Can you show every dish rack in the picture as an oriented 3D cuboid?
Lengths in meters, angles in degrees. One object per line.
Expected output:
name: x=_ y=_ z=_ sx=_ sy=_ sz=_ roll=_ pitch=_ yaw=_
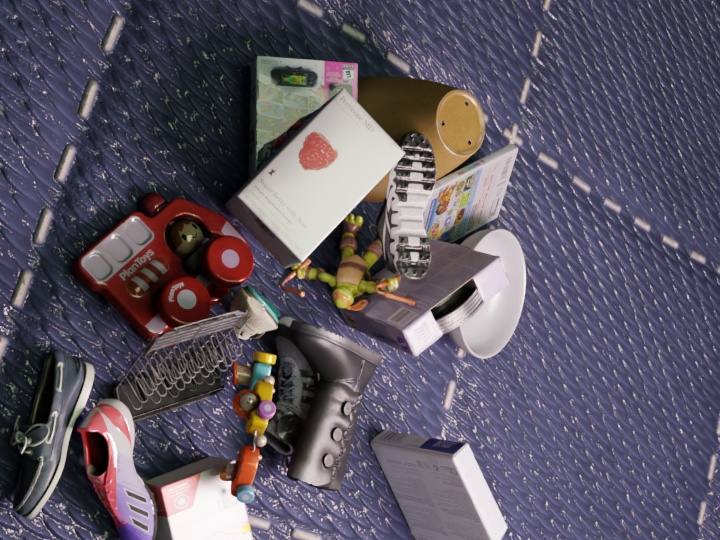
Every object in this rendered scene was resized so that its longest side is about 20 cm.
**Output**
dish rack: x=-0.218 y=0.116 z=1.486 sx=0.153 sy=0.200 sz=0.055 roll=-17 pitch=72 yaw=-36

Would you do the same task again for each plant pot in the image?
plant pot: x=0.077 y=-0.200 z=1.717 sx=0.185 sy=0.199 sz=0.188 roll=2 pitch=86 yaw=-37

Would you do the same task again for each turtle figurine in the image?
turtle figurine: x=0.000 y=0.000 z=1.691 sx=0.065 sy=0.198 sz=0.162 roll=73 pitch=30 yaw=-45

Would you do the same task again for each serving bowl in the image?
serving bowl: x=0.181 y=0.031 z=1.858 sx=0.199 sy=0.065 sz=0.202 roll=-18 pitch=113 yaw=-50

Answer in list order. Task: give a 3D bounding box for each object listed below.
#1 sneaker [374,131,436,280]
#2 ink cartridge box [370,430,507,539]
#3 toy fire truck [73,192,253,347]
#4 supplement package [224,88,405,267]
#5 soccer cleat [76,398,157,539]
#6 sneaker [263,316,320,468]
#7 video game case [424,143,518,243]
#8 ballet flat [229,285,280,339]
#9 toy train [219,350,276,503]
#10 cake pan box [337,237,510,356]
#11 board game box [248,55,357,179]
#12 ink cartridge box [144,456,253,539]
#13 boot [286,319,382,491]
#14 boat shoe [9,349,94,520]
sneaker: x=0.055 y=-0.086 z=1.625 sx=0.066 sy=0.090 sz=0.202 roll=4 pitch=85 yaw=-26
ink cartridge box: x=0.120 y=0.331 z=1.732 sx=0.043 sy=0.196 sz=0.201 roll=-36 pitch=110 yaw=-31
toy fire truck: x=-0.244 y=-0.011 z=1.528 sx=0.168 sy=0.112 sz=0.200 roll=47 pitch=60 yaw=-6
supplement package: x=-0.061 y=-0.118 z=1.559 sx=0.121 sy=0.120 sz=0.200 roll=45 pitch=77 yaw=-8
soccer cleat: x=-0.302 y=0.260 z=1.468 sx=0.073 sy=0.068 sz=0.202 roll=-39 pitch=123 yaw=-60
sneaker: x=-0.097 y=0.172 z=1.644 sx=0.113 sy=0.075 sz=0.201 roll=-30 pitch=109 yaw=-37
video game case: x=0.156 y=-0.103 z=1.834 sx=0.199 sy=0.018 sz=0.144 roll=-28 pitch=146 yaw=-35
ballet flat: x=-0.140 y=0.065 z=1.555 sx=0.062 sy=0.200 sz=0.067 roll=-44 pitch=83 yaw=-3
toy train: x=-0.151 y=0.192 z=1.543 sx=0.055 sy=0.151 sz=0.201 roll=13 pitch=35 yaw=-12
cake pan box: x=0.088 y=0.032 z=1.695 sx=0.184 sy=0.200 sz=0.053 roll=-38 pitch=116 yaw=-20
board game box: x=-0.079 y=-0.186 z=1.652 sx=0.146 sy=0.064 sz=0.202 roll=1 pitch=88 yaw=-16
ink cartridge box: x=-0.204 y=0.357 z=1.560 sx=0.116 sy=0.067 sz=0.202 roll=-15 pitch=96 yaw=-37
boot: x=-0.060 y=0.183 z=1.595 sx=0.164 sy=0.065 sz=0.201 roll=27 pitch=81 yaw=-40
boat shoe: x=-0.378 y=0.193 z=1.426 sx=0.062 sy=0.075 sz=0.201 roll=31 pitch=69 yaw=-35
